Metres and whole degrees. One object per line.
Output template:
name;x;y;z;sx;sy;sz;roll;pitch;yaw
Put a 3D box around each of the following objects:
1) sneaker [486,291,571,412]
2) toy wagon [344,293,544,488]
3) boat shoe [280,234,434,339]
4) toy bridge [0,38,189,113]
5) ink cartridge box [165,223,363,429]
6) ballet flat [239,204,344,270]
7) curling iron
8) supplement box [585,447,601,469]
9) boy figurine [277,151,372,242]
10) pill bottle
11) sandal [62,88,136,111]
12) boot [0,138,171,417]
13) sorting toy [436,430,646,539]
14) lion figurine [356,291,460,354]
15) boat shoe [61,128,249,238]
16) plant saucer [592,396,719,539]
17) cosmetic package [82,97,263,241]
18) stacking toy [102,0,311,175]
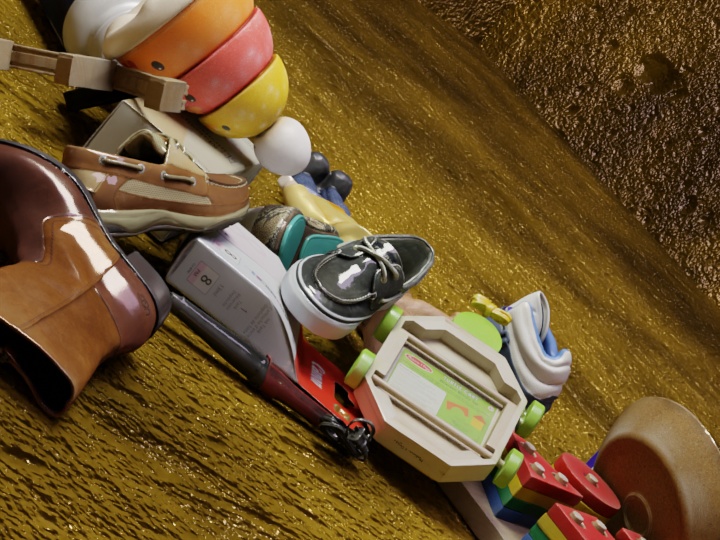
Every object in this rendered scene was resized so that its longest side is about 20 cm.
sneaker;0.103;0.057;1.779;0.200;0.147;0.080;48;15;24
toy wagon;0.076;0.091;1.604;0.155;0.040;0.200;34;37;0
boat shoe;0.000;0.000;1.599;0.072;0.071;0.200;50;24;6
toy bridge;-0.222;-0.160;1.590;0.199;0.027;0.067;15;9;28
ink cartridge box;-0.062;0.036;1.569;0.199;0.057;0.163;36;9;-7
ballet flat;-0.074;-0.028;1.754;0.075;0.068;0.200;22;3;15
curling iron;-0.065;0.077;1.467;0.200;0.026;0.050;40;-28;-14
supplement box;0.294;0.250;1.814;0.103;0.101;0.200;30;18;-45
boy figurine;-0.031;-0.050;1.926;0.124;0.064;0.200;39;10;-23
pill bottle;-0.236;-0.245;1.844;0.111;0.111;0.200;30;17;-40
sandal;-0.173;-0.183;1.733;0.200;0.075;0.048;-18;97;-38
boot;-0.225;0.001;1.257;0.189;0.068;0.200;49;20;-1
sorting toy;0.173;0.218;1.638;0.200;0.070;0.199;26;21;-50
lion figurine;0.025;0.065;1.685;0.122;0.073;0.200;21;22;-15
boat shoe;-0.153;-0.068;1.479;0.075;0.074;0.199;10;10;32
plant saucer;0.253;0.212;1.704;0.035;0.201;0.200;-6;39;-27
cosmetic package;-0.158;-0.094;1.673;0.105;0.071;0.200;41;13;1
stacking toy;-0.108;-0.163;1.659;0.200;0.146;0.146;51;11;-13
